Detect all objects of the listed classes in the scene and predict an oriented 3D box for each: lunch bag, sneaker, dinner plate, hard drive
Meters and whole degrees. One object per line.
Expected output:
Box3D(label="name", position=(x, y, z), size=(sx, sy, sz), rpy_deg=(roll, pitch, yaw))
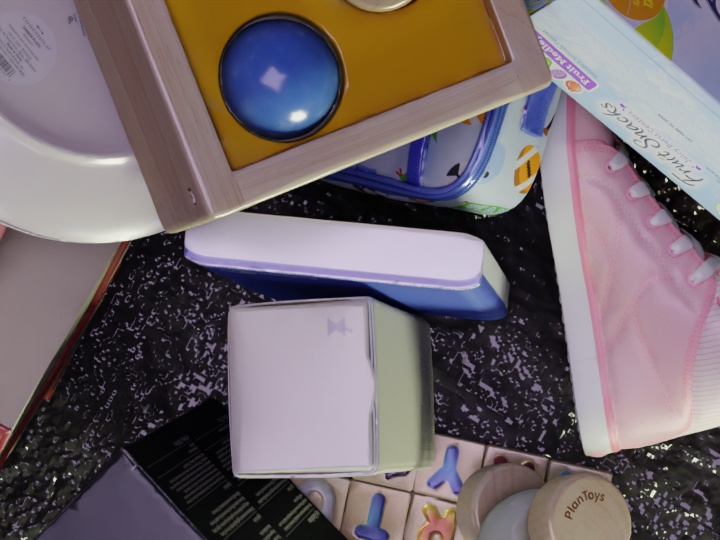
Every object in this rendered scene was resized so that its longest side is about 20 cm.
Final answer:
Box3D(label="lunch bag", position=(0.037, -0.132, 1.078), size=(0.160, 0.076, 0.200), rpy_deg=(16, 92, 38))
Box3D(label="sneaker", position=(0.147, -0.011, 1.106), size=(0.104, 0.075, 0.201), rpy_deg=(-8, 99, 10))
Box3D(label="dinner plate", position=(-0.120, -0.112, 0.974), size=(0.200, 0.024, 0.201), rpy_deg=(4, 80, -22))
Box3D(label="hard drive", position=(0.000, 0.000, 1.063), size=(0.132, 0.200, 0.025), rpy_deg=(6, 85, 7))

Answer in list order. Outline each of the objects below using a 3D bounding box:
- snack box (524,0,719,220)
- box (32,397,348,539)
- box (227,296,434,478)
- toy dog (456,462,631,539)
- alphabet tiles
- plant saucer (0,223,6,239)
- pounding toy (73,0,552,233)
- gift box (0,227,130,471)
Box3D(label="snack box", position=(0.175, -0.136, 1.020), size=(0.169, 0.068, 0.200), rpy_deg=(39, 55, -15))
Box3D(label="box", position=(-0.068, 0.147, 1.076), size=(0.141, 0.200, 0.079), rpy_deg=(44, 98, 4))
Box3D(label="box", position=(-0.010, 0.059, 1.066), size=(0.068, 0.200, 0.082), rpy_deg=(-3, 84, 9))
Box3D(label="toy dog", position=(0.111, 0.185, 1.102), size=(0.096, 0.132, 0.200), rpy_deg=(-41, 82, -21))
Box3D(label="alphabet tiles", position=(0.018, 0.165, 1.171), size=(0.200, 0.008, 0.168), rpy_deg=(12, 96, 6))
Box3D(label="plant saucer", position=(-0.245, -0.064, 0.968), size=(0.200, 0.051, 0.201), rpy_deg=(8, 63, -15))
Box3D(label="pounding toy", position=(-0.011, -0.140, 0.916), size=(0.200, 0.142, 0.184), rpy_deg=(-22, 94, -15))
Box3D(label="gift box", position=(-0.225, 0.000, 1.070), size=(0.200, 0.187, 0.185), rpy_deg=(33, 139, -7))
